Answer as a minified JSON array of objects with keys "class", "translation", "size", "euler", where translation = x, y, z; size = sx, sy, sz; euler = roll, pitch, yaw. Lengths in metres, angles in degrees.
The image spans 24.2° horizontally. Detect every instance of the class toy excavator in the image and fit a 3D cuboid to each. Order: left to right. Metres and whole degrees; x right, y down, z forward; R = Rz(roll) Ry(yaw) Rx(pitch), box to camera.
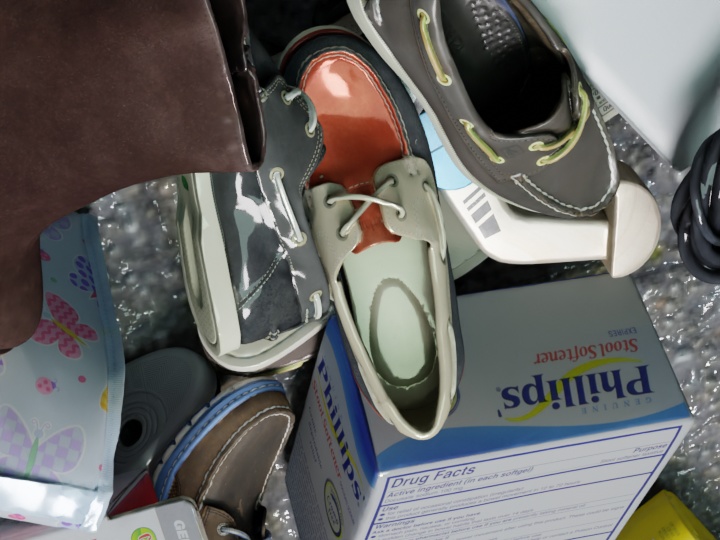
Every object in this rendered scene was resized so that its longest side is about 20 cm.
[{"class":"toy excavator","translation":[0.040,-0.053,0.887],"size":[0.194,0.100,0.201],"euler":[-28,119,4]}]

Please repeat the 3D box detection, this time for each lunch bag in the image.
[{"class":"lunch bag","translation":[-0.214,0.046,0.827],"size":[0.169,0.200,0.128],"euler":[14,117,-26]}]

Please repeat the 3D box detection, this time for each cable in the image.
[{"class":"cable","translation":[0.231,-0.073,0.865],"size":[0.200,0.051,0.164],"euler":[-31,158,-42]}]

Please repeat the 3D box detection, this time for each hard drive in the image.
[{"class":"hard drive","translation":[0.143,-0.152,0.807],"size":[0.132,0.027,0.200],"euler":[-46,126,7]}]

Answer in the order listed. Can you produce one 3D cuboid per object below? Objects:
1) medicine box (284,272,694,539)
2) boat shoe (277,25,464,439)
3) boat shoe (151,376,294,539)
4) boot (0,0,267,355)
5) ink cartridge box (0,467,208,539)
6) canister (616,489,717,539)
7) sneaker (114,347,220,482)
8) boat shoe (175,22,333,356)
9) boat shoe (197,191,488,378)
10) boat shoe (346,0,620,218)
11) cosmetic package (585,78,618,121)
[{"class":"medicine box","translation":[0.065,0.105,0.967],"size":[0.181,0.103,0.200],"euler":[-8,147,-17]},{"class":"boat shoe","translation":[0.007,-0.016,0.800],"size":[0.071,0.063,0.201],"euler":[-13,110,1]},{"class":"boat shoe","translation":[-0.084,0.154,0.946],"size":[0.072,0.072,0.201],"euler":[4,120,-52]},{"class":"boot","translation":[-0.118,-0.044,0.697],"size":[0.165,0.072,0.201],"euler":[6,121,23]},{"class":"ink cartridge box","translation":[-0.130,0.218,0.883],"size":[0.175,0.084,0.201],"euler":[-15,98,10]},{"class":"canister","translation":[0.174,0.259,1.162],"size":[0.200,0.087,0.149],"euler":[-39,125,8]},{"class":"sneaker","translation":[-0.135,0.136,1.002],"size":[0.200,0.073,0.112],"euler":[-46,138,9]},{"class":"boat shoe","translation":[-0.051,-0.062,0.746],"size":[0.067,0.072,0.201],"euler":[-12,114,-14]},{"class":"boat shoe","translation":[0.000,0.000,0.951],"size":[0.199,0.072,0.060],"euler":[-29,168,-10]},{"class":"boat shoe","translation":[0.069,-0.081,0.785],"size":[0.072,0.060,0.201],"euler":[-53,130,-5]},{"class":"cosmetic package","translation":[0.098,-0.184,0.840],"size":[0.103,0.087,0.200],"euler":[-33,127,1]}]
